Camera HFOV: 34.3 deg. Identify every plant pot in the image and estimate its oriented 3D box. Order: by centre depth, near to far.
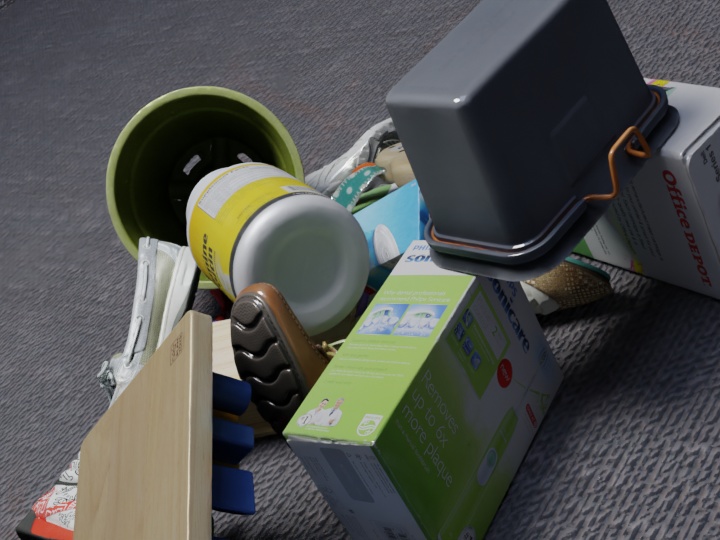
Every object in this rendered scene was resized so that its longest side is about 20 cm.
[{"bbox_3d":[-0.156,-0.088,1.250,0.199,0.201,0.190,-30,4,1],"label":"plant pot"}]

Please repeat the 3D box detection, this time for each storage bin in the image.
[{"bbox_3d":[0.119,-0.110,0.813,0.145,0.135,0.200,13,52,49],"label":"storage bin"}]

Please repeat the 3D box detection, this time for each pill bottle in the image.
[{"bbox_3d":[-0.078,-0.026,0.956,0.112,0.113,0.200,-36,26,-11],"label":"pill bottle"}]

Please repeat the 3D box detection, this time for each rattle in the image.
[{"bbox_3d":[0.045,-0.137,1.066,0.198,0.144,0.131,-3,40,33],"label":"rattle"}]

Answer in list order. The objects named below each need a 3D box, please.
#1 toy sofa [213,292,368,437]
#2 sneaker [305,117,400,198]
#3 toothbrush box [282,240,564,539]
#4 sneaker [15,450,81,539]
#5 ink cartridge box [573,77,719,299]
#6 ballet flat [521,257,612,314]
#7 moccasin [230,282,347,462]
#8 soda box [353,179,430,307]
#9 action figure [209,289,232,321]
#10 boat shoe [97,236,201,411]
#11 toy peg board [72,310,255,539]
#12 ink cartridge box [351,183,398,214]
[{"bbox_3d":[-0.062,0.089,0.992,0.198,0.083,0.098,-15,54,26],"label":"toy sofa"},{"bbox_3d":[-0.013,-0.103,1.264,0.200,0.078,0.099,-43,29,-22],"label":"sneaker"},{"bbox_3d":[0.053,0.096,0.843,0.085,0.146,0.201,-1,40,38],"label":"toothbrush box"},{"bbox_3d":[-0.203,0.203,0.986,0.200,0.067,0.108,0,44,45],"label":"sneaker"},{"bbox_3d":[0.230,-0.074,0.939,0.084,0.145,0.199,-41,32,-18],"label":"ink cartridge box"},{"bbox_3d":[0.117,0.008,0.993,0.199,0.070,0.066,18,74,38],"label":"ballet flat"},{"bbox_3d":[-0.027,0.091,0.865,0.073,0.202,0.078,-17,24,47],"label":"moccasin"},{"bbox_3d":[0.000,0.000,1.000,0.199,0.064,0.068,-28,47,39],"label":"soda box"},{"bbox_3d":[-0.157,0.064,1.126,0.065,0.099,0.201,-16,36,22],"label":"action figure"},{"bbox_3d":[-0.196,0.066,1.034,0.064,0.075,0.204,16,68,-2],"label":"boat shoe"},{"bbox_3d":[-0.124,0.172,0.831,0.199,0.097,0.201,-46,36,38],"label":"toy peg board"},{"bbox_3d":[0.052,-0.048,1.116,0.198,0.060,0.104,-16,19,19],"label":"ink cartridge box"}]
